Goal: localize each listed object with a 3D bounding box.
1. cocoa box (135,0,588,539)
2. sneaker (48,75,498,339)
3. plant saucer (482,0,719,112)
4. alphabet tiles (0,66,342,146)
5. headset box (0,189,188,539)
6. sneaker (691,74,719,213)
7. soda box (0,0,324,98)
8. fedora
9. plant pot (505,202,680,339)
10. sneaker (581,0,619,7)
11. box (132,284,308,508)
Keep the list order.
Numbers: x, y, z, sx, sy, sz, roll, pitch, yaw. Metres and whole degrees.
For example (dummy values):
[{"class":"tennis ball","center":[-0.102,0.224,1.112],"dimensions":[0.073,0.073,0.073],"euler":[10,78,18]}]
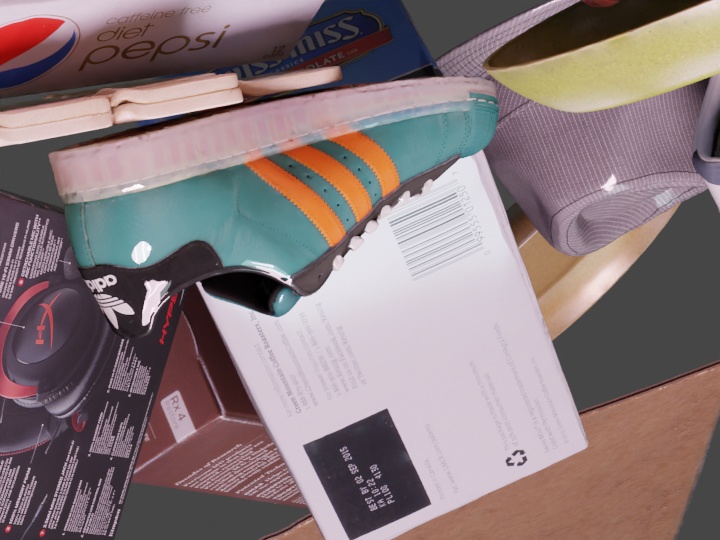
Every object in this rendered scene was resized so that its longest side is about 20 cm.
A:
[{"class":"cocoa box","center":[0.000,0.000,1.259],"dimensions":[0.133,0.132,0.201],"euler":[-24,133,0]},{"class":"sneaker","center":[-0.027,-0.026,1.089],"dimensions":[0.199,0.080,0.071],"euler":[-15,-173,-34]},{"class":"plant saucer","center":[0.143,-0.105,1.088],"dimensions":[0.199,0.031,0.200],"euler":[-24,-172,4]},{"class":"alphabet tiles","center":[-0.112,-0.062,1.108],"dimensions":[0.194,0.015,0.200],"euler":[-12,-174,-14]},{"class":"headset box","center":[-0.170,0.038,1.230],"dimensions":[0.200,0.075,0.150],"euler":[15,91,-60]},{"class":"sneaker","center":[0.203,-0.107,1.285],"dimensions":[0.073,0.201,0.071],"euler":[0,147,34]},{"class":"soda box","center":[-0.110,-0.111,1.066],"dimensions":[0.199,0.064,0.068],"euler":[-11,156,-32]},{"class":"fedora","center":[0.119,-0.065,1.343],"dimensions":[0.176,0.091,0.200],"euler":[-24,168,19]},{"class":"plant pot","center":[0.100,-0.007,1.525],"dimensions":[0.200,0.028,0.200],"euler":[-39,163,-14]},{"class":"sneaker","center":[0.077,-0.135,1.118],"dimensions":[0.199,0.082,0.070],"euler":[-18,131,42]},{"class":"box","center":[-0.062,0.059,1.468],"dimensions":[0.075,0.101,0.200],"euler":[-32,157,19]}]
